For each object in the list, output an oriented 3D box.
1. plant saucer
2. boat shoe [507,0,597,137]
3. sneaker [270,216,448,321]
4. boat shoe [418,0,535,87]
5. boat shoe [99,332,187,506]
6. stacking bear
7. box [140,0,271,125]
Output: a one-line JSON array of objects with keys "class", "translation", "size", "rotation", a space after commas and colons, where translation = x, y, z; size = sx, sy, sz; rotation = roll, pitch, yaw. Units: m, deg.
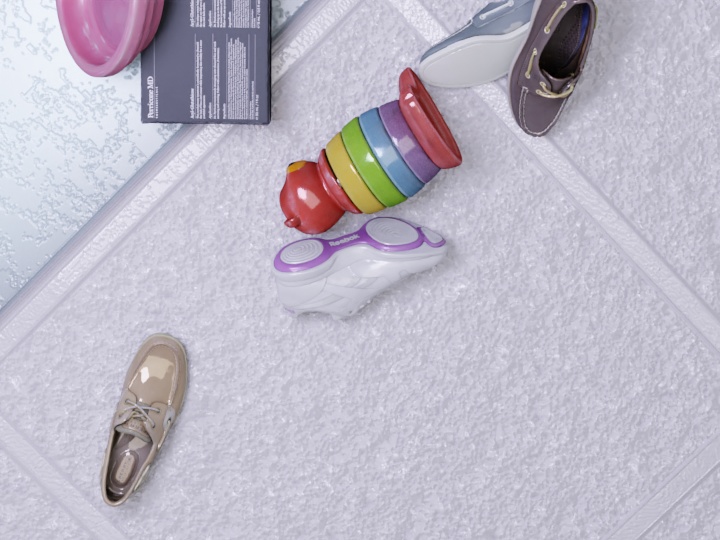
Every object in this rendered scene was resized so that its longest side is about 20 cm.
[{"class": "plant saucer", "translation": [-0.260, -0.304, 1.600], "size": [0.051, 0.200, 0.202], "rotation": [-5, 100, -35]}, {"class": "boat shoe", "translation": [0.205, -0.221, 1.627], "size": [0.071, 0.060, 0.201], "rotation": [2, 130, -14]}, {"class": "sneaker", "translation": [0.000, 0.000, 1.703], "size": [0.199, 0.075, 0.100], "rotation": [-11, 129, -7]}, {"class": "boat shoe", "translation": [0.154, -0.261, 1.672], "size": [0.199, 0.073, 0.062], "rotation": [-21, 55, 9]}, {"class": "boat shoe", "translation": [-0.245, 0.169, 1.715], "size": [0.072, 0.065, 0.201], "rotation": [21, 98, -4]}, {"class": "stacking bear", "translation": [-0.001, -0.112, 1.660], "size": [0.199, 0.122, 0.114], "rotation": [-31, 108, 12]}, {"class": "box", "translation": [-0.165, -0.260, 1.648], "size": [0.140, 0.079, 0.201], "rotation": [1, 99, -3]}]
